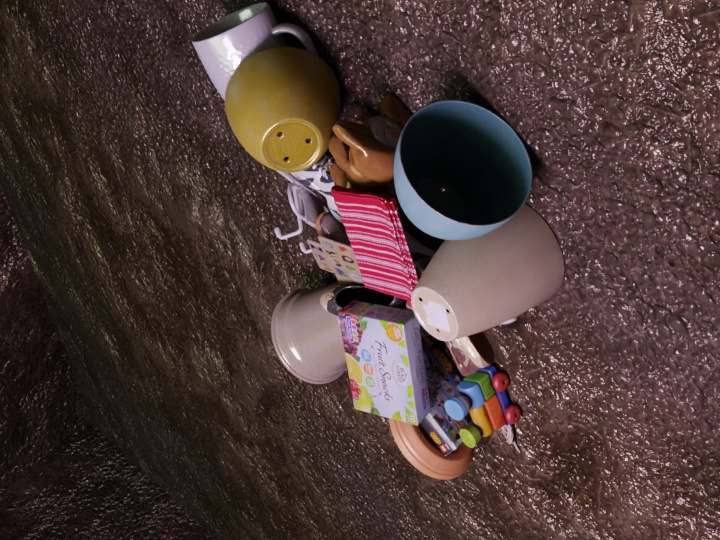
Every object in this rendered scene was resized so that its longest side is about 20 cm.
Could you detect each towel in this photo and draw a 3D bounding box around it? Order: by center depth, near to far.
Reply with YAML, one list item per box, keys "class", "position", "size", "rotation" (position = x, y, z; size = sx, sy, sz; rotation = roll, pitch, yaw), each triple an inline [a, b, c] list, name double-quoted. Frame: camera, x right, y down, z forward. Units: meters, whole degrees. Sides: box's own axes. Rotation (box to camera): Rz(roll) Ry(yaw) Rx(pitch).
- class: "towel"
  position: [0.026, -0.041, 1.486]
  size: [0.144, 0.022, 0.202]
  rotation: [17, 135, 47]

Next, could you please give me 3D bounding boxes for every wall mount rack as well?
- class: "wall mount rack"
  position: [-0.122, -0.131, 1.725]
  size: [0.200, 0.074, 0.176]
  rotation: [31, -135, -67]

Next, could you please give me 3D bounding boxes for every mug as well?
- class: "mug"
  position: [-0.166, -0.356, 1.600]
  size: [0.198, 0.148, 0.177]
  rotation: [-13, 119, 25]

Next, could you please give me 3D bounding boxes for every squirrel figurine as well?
- class: "squirrel figurine"
  position: [0.028, -0.150, 1.504]
  size: [0.200, 0.141, 0.187]
  rotation: [43, 141, 5]

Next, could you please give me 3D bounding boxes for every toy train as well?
- class: "toy train"
  position: [0.226, 0.279, 1.669]
  size: [0.084, 0.115, 0.202]
  rotation: [4, 123, 52]

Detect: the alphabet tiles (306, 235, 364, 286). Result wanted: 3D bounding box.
- class: "alphabet tiles"
  position: [0.000, 0.000, 1.659]
  size: [0.198, 0.006, 0.167]
  rotation: [20, 157, 23]

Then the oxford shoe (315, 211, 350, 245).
- class: "oxford shoe"
  position: [0.004, -0.040, 1.703]
  size: [0.200, 0.072, 0.073]
  rotation: [42, 150, -13]

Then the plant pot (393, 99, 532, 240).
- class: "plant pot"
  position: [0.131, -0.124, 1.345]
  size: [0.200, 0.199, 0.135]
  rotation: [49, 152, 9]

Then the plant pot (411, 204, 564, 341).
- class: "plant pot"
  position: [0.177, 0.015, 1.408]
  size: [0.187, 0.199, 0.189]
  rotation: [33, 143, 30]

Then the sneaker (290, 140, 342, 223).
- class: "sneaker"
  position: [-0.050, -0.184, 1.645]
  size: [0.200, 0.079, 0.130]
  rotation: [53, 147, 4]

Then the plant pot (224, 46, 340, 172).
- class: "plant pot"
  position: [-0.120, -0.242, 1.525]
  size: [0.143, 0.198, 0.202]
  rotation: [-104, 9, -48]

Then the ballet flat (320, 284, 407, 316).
- class: "ballet flat"
  position: [0.005, 0.049, 1.668]
  size: [0.198, 0.067, 0.057]
  rotation: [1, 150, 37]

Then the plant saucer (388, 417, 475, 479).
- class: "plant saucer"
  position: [0.141, 0.287, 1.725]
  size: [0.201, 0.200, 0.037]
  rotation: [52, 131, 4]

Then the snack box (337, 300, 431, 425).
- class: "snack box"
  position: [0.043, 0.161, 1.623]
  size: [0.141, 0.053, 0.202]
  rotation: [8, 119, 35]

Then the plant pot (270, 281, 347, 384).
- class: "plant pot"
  position: [-0.046, 0.102, 1.829]
  size: [0.183, 0.200, 0.201]
  rotation: [-30, 95, 47]

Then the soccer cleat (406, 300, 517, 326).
- class: "soccer cleat"
  position: [0.170, 0.078, 1.564]
  size: [0.198, 0.069, 0.086]
  rotation: [6, 117, 24]

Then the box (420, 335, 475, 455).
- class: "box"
  position: [0.138, 0.222, 1.712]
  size: [0.201, 0.137, 0.040]
  rotation: [52, 133, 5]

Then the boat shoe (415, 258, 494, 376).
- class: "boat shoe"
  position: [0.137, 0.079, 1.504]
  size: [0.072, 0.072, 0.201]
  rotation: [-36, 84, 33]

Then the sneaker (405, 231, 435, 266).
- class: "sneaker"
  position: [0.096, -0.031, 1.616]
  size: [0.198, 0.085, 0.073]
  rotation: [26, 126, 7]

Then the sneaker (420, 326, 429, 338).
- class: "sneaker"
  position: [0.118, 0.081, 1.686]
  size: [0.199, 0.070, 0.081]
  rotation: [-17, 99, 50]
